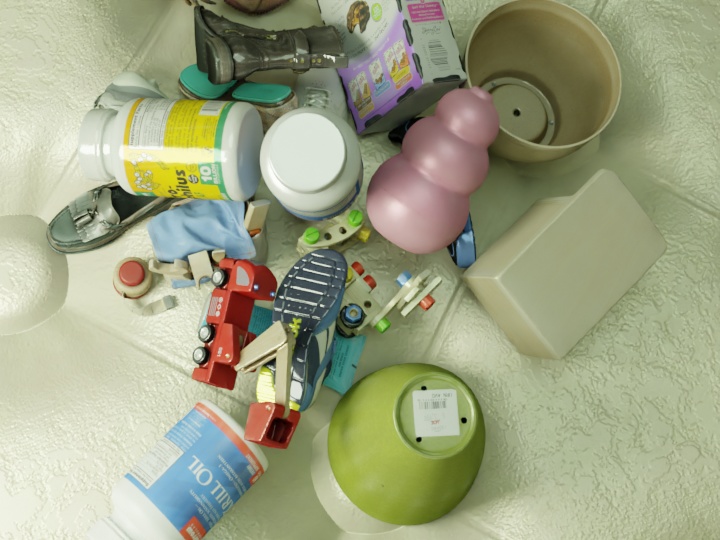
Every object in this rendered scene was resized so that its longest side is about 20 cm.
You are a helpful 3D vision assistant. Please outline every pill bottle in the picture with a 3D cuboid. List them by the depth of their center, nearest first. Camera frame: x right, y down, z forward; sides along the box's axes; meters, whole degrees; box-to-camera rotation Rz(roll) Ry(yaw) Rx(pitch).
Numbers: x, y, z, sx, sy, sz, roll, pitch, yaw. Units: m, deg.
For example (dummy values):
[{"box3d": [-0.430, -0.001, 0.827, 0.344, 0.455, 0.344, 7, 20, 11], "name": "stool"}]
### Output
[{"box3d": [-0.053, -0.120, 1.593, 0.111, 0.200, 0.114, 0, 86, 1], "name": "pill bottle"}, {"box3d": [-0.207, 0.251, 1.601, 0.112, 0.112, 0.200, 42, 74, 8], "name": "pill bottle"}, {"box3d": [-0.219, -0.141, 1.654, 0.197, 0.113, 0.114, 4, 71, 14], "name": "pill bottle"}]

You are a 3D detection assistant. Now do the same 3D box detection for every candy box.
[{"box3d": [0.033, -0.292, 1.750, 0.071, 0.167, 0.202, -11, 80, -32], "name": "candy box"}]

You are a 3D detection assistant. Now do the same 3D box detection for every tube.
[{"box3d": [-0.094, 0.081, 1.702, 0.198, 0.050, 0.078, 20, 77, -10], "name": "tube"}]

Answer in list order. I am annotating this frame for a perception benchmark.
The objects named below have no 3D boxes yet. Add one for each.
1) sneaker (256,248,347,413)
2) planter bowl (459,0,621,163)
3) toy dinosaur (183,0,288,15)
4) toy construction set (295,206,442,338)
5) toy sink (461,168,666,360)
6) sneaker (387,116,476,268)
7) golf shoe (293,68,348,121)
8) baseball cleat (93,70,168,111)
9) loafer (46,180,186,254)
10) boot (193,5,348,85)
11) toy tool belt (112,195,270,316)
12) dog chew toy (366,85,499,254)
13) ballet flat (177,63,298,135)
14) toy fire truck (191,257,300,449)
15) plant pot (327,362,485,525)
[{"box3d": [-0.063, 0.073, 1.651, 0.073, 0.082, 0.202, 17, 84, 21], "name": "sneaker"}, {"box3d": [0.207, -0.216, 1.776, 0.198, 0.135, 0.203, 4, 69, -11], "name": "planter bowl"}, {"box3d": [-0.162, -0.369, 1.821, 0.199, 0.086, 0.137, 29, 82, -14], "name": "toy dinosaur"}, {"box3d": [0.000, 0.000, 1.712, 0.131, 0.093, 0.200, -40, 65, -21], "name": "toy construction set"}, {"box3d": [0.242, -0.011, 1.716, 0.200, 0.112, 0.131, -44, 104, -14], "name": "toy sink"}, {"box3d": [0.090, -0.092, 1.770, 0.077, 0.070, 0.202, -14, 74, 4], "name": "sneaker"}, {"box3d": [-0.051, -0.180, 1.765, 0.074, 0.092, 0.203, 3, 71, -3], "name": "golf shoe"}, {"box3d": [-0.237, -0.162, 1.750, 0.199, 0.070, 0.107, 33, 64, 16], "name": "baseball cleat"}, {"box3d": [-0.286, -0.083, 1.722, 0.198, 0.063, 0.072, -24, 78, -13], "name": "loafer"}, {"box3d": [-0.111, -0.277, 1.759, 0.172, 0.070, 0.200, -9, 32, -15], "name": "boot"}, {"box3d": [-0.200, -0.032, 1.685, 0.198, 0.123, 0.126, -20, 75, -11], "name": "toy tool belt"}, {"box3d": [0.092, -0.121, 1.663, 0.124, 0.125, 0.201, 32, 104, 5], "name": "dog chew toy"}, {"box3d": [-0.151, -0.201, 1.758, 0.068, 0.068, 0.199, -38, 41, -28], "name": "ballet flat"}, {"box3d": [-0.119, 0.088, 1.595, 0.140, 0.049, 0.202, 6, 78, 39], "name": "toy fire truck"}, {"box3d": [0.064, 0.179, 1.602, 0.185, 0.200, 0.190, 2, 74, -7], "name": "plant pot"}]
